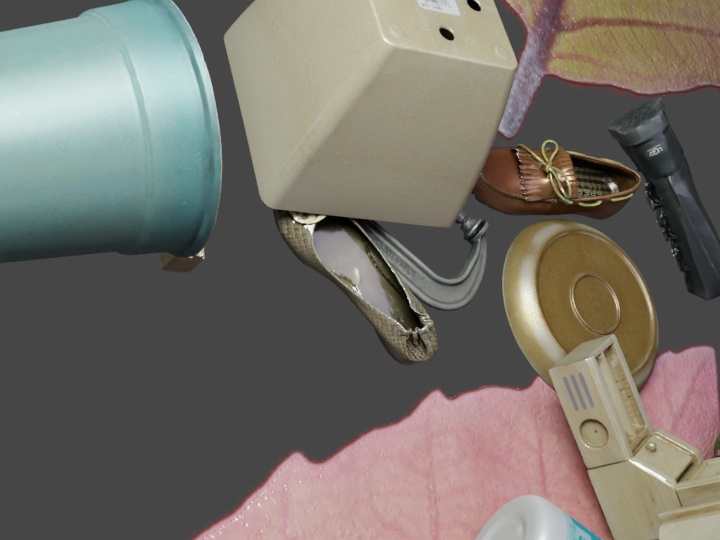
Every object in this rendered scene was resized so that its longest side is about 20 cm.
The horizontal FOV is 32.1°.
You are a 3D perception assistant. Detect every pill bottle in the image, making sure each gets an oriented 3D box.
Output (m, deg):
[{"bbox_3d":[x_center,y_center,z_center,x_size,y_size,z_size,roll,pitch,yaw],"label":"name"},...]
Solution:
[{"bbox_3d":[0.190,0.284,1.047,0.200,0.111,0.111,37,53,-16],"label":"pill bottle"}]

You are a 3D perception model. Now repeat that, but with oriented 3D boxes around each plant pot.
[{"bbox_3d":[0.020,-0.176,1.080,0.198,0.177,0.201,5,55,-31],"label":"plant pot"},{"bbox_3d":[-0.229,-0.090,0.897,0.195,0.200,0.202,-13,76,-29],"label":"plant pot"},{"bbox_3d":[0.228,0.036,1.245,0.199,0.027,0.201,15,60,-28],"label":"plant pot"}]

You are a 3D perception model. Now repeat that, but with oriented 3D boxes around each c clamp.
[{"bbox_3d":[0.052,-0.065,1.172,0.200,0.027,0.171,46,51,-7],"label":"c clamp"}]

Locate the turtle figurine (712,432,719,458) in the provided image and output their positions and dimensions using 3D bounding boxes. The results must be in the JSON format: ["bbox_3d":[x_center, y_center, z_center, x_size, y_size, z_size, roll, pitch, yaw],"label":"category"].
[{"bbox_3d":[0.400,0.198,1.244,0.150,0.100,0.201,63,35,-51],"label":"turtle figurine"}]

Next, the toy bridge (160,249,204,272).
[{"bbox_3d":[-0.142,-0.103,1.031,0.027,0.067,0.202,10,64,-30],"label":"toy bridge"}]

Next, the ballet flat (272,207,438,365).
[{"bbox_3d":[0.000,0.000,1.088,0.067,0.046,0.200,-40,94,-25],"label":"ballet flat"}]

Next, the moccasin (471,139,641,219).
[{"bbox_3d":[0.193,-0.091,1.246,0.200,0.078,0.074,10,62,-27],"label":"moccasin"}]

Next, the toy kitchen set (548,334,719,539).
[{"bbox_3d":[0.275,0.147,1.074,0.163,0.199,0.182,-26,95,-54],"label":"toy kitchen set"}]

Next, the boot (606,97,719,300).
[{"bbox_3d":[0.339,-0.078,1.342,0.201,0.065,0.165,60,18,-9],"label":"boot"}]
